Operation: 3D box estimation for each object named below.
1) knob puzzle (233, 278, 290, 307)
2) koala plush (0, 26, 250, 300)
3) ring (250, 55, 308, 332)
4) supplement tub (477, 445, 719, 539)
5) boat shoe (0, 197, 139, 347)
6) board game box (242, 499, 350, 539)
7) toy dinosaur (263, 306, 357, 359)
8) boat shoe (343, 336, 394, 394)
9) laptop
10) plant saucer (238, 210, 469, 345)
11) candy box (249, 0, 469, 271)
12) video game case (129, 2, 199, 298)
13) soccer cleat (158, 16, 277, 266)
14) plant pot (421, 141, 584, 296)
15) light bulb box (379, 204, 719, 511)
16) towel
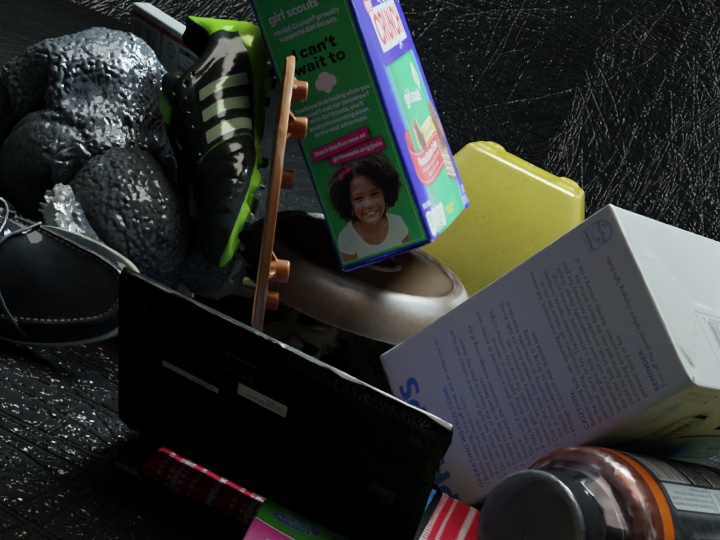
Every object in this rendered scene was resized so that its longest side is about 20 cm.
[{"bbox_3d":[-0.030,0.000,1.073,0.216,0.031,0.220,4,7,0],"label":"knob puzzle"},{"bbox_3d":[-0.179,-0.052,0.906,0.176,0.185,0.201,13,28,-38],"label":"koala plush"},{"bbox_3d":[-0.051,-0.031,0.801,0.019,0.204,0.201,6,13,-5],"label":"ring"},{"bbox_3d":[0.153,0.160,0.756,0.199,0.108,0.107,15,15,-46],"label":"supplement tub"},{"bbox_3d":[-0.225,-0.005,0.763,0.197,0.076,0.062,18,-12,-6],"label":"boat shoe"},{"bbox_3d":[0.002,0.176,0.531,0.151,0.041,0.200,25,11,1],"label":"board game box"},{"bbox_3d":[-0.064,0.057,0.953,0.100,0.059,0.200,11,4,16],"label":"toy dinosaur"},{"bbox_3d":[0.044,0.081,1.002,0.073,0.063,0.200,18,13,-31],"label":"boat shoe"},{"bbox_3d":[-0.032,0.069,0.694,0.175,0.201,0.104,24,50,10],"label":"laptop"},{"bbox_3d":[0.000,0.000,0.964,0.197,0.032,0.201,19,18,-6],"label":"plant saucer"},{"bbox_3d":[0.004,-0.118,0.934,0.076,0.203,0.169,-19,6,16],"label":"candy box"},{"bbox_3d":[-0.158,-0.097,1.031,0.017,0.203,0.143,-4,26,-34],"label":"video game case"},{"bbox_3d":[-0.102,-0.091,0.882,0.080,0.068,0.202,11,55,-11],"label":"soccer cleat"},{"bbox_3d":[0.119,-0.011,1.232,0.192,0.202,0.195,26,12,8],"label":"plant pot"},{"bbox_3d":[0.157,0.073,0.859,0.197,0.199,0.126,11,51,-49],"label":"light bulb box"},{"bbox_3d":[-0.013,0.136,0.736,0.198,0.023,0.145,25,13,8],"label":"towel"}]
